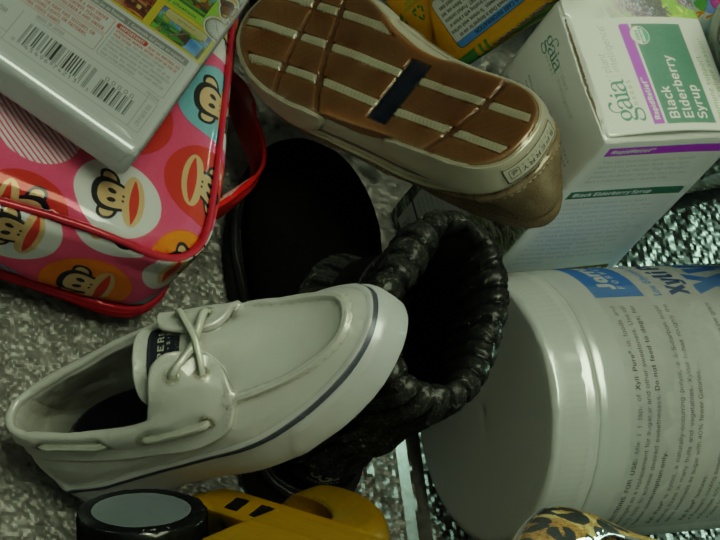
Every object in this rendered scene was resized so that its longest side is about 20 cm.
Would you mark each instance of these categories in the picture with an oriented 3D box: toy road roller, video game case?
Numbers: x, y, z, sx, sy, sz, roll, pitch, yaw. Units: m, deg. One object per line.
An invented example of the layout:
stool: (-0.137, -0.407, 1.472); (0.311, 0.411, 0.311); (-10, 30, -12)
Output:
toy road roller: (-0.021, 0.155, 1.105); (0.146, 0.200, 0.123); (-16, 112, -47)
video game case: (-0.153, -0.159, 1.231); (0.200, 0.023, 0.182); (34, 47, -4)

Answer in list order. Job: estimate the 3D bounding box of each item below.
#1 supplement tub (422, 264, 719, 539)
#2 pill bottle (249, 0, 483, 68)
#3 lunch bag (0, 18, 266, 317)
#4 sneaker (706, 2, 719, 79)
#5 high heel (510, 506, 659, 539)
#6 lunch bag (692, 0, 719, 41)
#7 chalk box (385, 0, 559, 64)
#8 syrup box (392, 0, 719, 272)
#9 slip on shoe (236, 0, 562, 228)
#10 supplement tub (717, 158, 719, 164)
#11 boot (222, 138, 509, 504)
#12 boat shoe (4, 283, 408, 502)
supplement tub: (0.145, 0.063, 1.271); (0.200, 0.132, 0.132); (-1, 62, -29)
pill bottle: (-0.014, -0.182, 1.358); (0.114, 0.114, 0.200); (-7, 66, -31)
lunch bag: (-0.129, -0.082, 1.257); (0.176, 0.082, 0.200); (19, 54, -17)
sneaker: (0.214, -0.044, 1.202); (0.078, 0.086, 0.200); (-25, 83, 0)
high heel: (0.143, 0.149, 1.134); (0.142, 0.200, 0.071); (8, 84, 24)
lunch bag: (0.253, -0.115, 1.311); (0.200, 0.122, 0.170); (-42, 89, -21)
chalk box: (0.097, -0.202, 1.288); (0.200, 0.125, 0.124); (-33, 88, -44)
syrup box: (0.097, -0.048, 1.279); (0.081, 0.200, 0.079); (-3, 63, -29)
slip on shoe: (0.019, -0.078, 1.235); (0.200, 0.061, 0.076); (26, 70, 39)
supplement tub: (0.196, -0.146, 1.436); (0.200, 0.132, 0.132); (40, 51, 0)
boot: (0.002, 0.001, 1.226); (0.079, 0.158, 0.211); (9, 58, -23)
boat shoe: (-0.072, 0.046, 1.131); (0.066, 0.200, 0.072); (37, 48, -36)
